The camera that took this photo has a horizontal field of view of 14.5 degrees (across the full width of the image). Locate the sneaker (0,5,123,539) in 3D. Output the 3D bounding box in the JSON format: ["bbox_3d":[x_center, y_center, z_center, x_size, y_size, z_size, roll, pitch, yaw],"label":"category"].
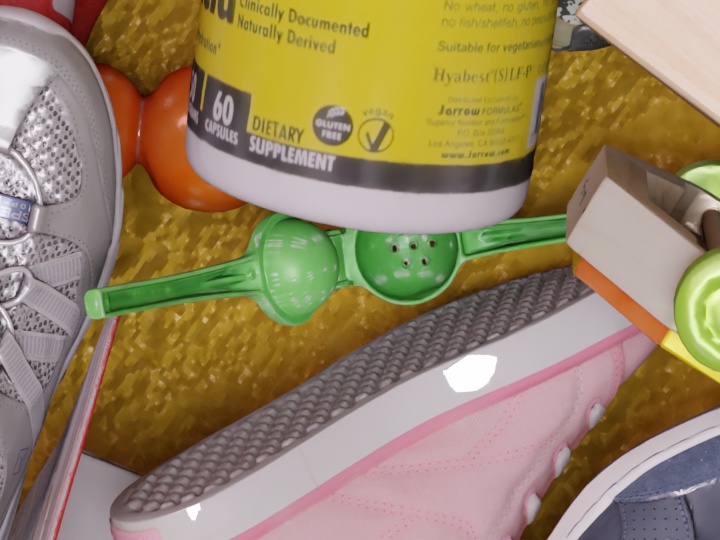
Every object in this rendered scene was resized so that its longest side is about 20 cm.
[{"bbox_3d":[-0.117,0.021,0.858,0.074,0.082,0.201,10,99,-2],"label":"sneaker"}]

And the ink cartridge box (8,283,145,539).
[{"bbox_3d":[-0.099,0.134,0.857,0.177,0.044,0.201,122,166,-45],"label":"ink cartridge box"}]

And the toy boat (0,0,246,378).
[{"bbox_3d":[-0.090,-0.052,0.973,0.130,0.131,0.202,5,80,-4],"label":"toy boat"}]

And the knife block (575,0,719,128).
[{"bbox_3d":[0.176,-0.024,0.795,0.064,0.200,0.176,-53,33,5],"label":"knife block"}]

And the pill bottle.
[{"bbox_3d":[0.011,-0.121,0.860,0.111,0.111,0.201,16,107,28],"label":"pill bottle"}]

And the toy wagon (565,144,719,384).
[{"bbox_3d":[0.149,0.029,0.801,0.199,0.155,0.040,32,102,-2],"label":"toy wagon"}]

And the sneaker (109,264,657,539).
[{"bbox_3d":[0.025,0.075,0.883,0.075,0.199,0.105,2,117,64],"label":"sneaker"}]

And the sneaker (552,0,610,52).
[{"bbox_3d":[0.053,-0.169,0.920,0.076,0.089,0.201,-11,72,-4],"label":"sneaker"}]

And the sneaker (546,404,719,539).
[{"bbox_3d":[0.076,0.132,0.776,0.202,0.077,0.146,-41,25,4],"label":"sneaker"}]

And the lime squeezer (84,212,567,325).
[{"bbox_3d":[0.000,0.000,0.898,0.071,0.199,0.038,-146,51,-62],"label":"lime squeezer"}]
